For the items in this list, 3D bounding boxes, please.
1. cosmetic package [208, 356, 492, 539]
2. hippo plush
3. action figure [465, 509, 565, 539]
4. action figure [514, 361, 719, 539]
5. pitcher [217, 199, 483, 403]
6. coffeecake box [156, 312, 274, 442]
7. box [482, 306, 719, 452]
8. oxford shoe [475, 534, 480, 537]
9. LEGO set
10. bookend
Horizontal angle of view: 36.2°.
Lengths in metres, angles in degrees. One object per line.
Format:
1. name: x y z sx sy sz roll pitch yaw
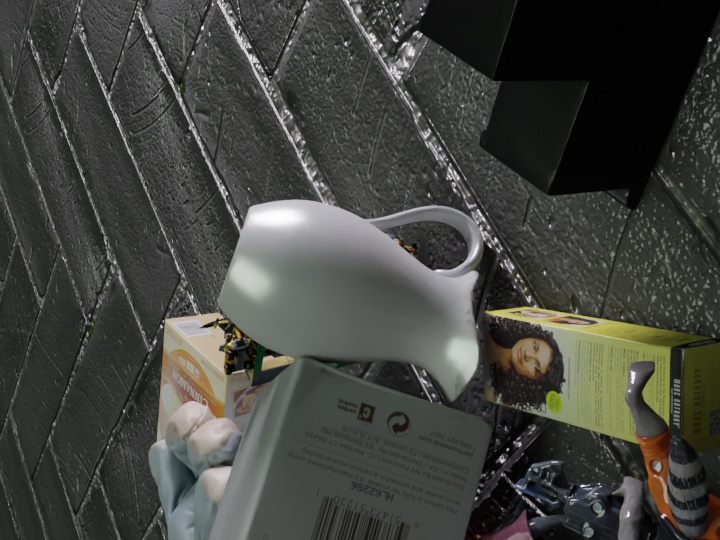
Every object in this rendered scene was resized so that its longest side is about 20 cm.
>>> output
1. cosmetic package: -0.018 0.187 0.901 0.200 0.167 0.167 137 151 -69
2. hippo plush: -0.102 0.224 1.076 0.159 0.161 0.200 -37 58 50
3. action figure: 0.118 0.256 0.820 0.200 0.149 0.134 29 122 44
4. action figure: 0.179 0.159 0.686 0.200 0.105 0.194 14 116 27
5. pitcher: 0.000 0.000 0.876 0.121 0.200 0.172 117 168 -52
6. coffeecake box: -0.163 0.171 1.233 0.153 0.073 0.200 31 120 49
7. box: 0.170 0.074 0.797 0.200 0.050 0.075 7 101 55
8. oxford shoe: 0.088 0.333 0.938 0.071 0.072 0.200 -22 77 55
9. LEGO set: -0.048 0.014 1.007 0.154 0.200 0.116 95 152 -53
10. bookend: 0.118 -0.139 0.707 0.092 0.198 0.200 44 131 41
